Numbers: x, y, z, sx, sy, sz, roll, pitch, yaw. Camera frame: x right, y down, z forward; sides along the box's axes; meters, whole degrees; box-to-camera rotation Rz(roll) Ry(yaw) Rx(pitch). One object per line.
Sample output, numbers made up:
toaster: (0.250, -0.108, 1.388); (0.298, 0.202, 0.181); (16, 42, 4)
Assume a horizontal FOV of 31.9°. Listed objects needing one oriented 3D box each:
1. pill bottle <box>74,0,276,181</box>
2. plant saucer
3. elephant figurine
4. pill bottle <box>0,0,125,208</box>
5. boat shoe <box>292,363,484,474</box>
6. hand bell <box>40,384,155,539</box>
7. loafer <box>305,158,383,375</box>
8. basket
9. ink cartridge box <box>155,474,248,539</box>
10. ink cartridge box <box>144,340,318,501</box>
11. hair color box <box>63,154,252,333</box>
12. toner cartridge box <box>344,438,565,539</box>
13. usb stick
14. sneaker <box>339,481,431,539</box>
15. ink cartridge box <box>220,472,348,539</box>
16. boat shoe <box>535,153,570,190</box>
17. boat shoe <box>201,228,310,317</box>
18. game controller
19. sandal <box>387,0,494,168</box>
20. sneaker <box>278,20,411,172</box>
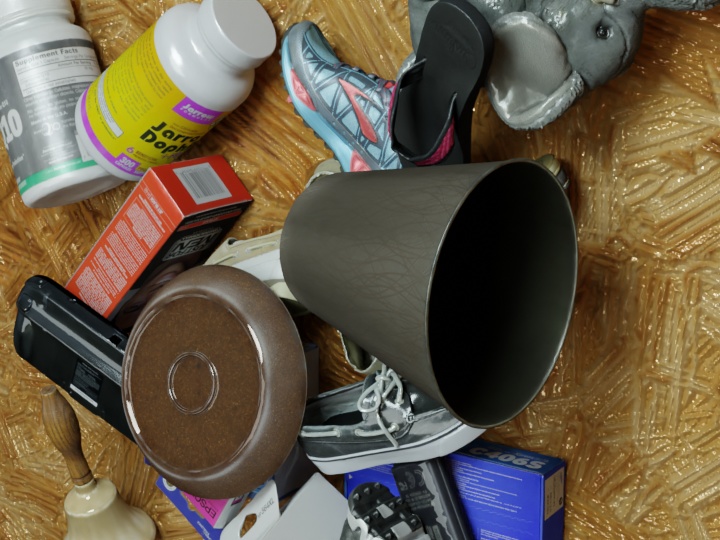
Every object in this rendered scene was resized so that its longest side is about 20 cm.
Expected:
pill bottle: (-0.166, -0.171, 1.142); (0.199, 0.104, 0.105); (-33, 79, 37)
plant saucer: (-0.136, 0.095, 1.077); (0.198, 0.034, 0.203); (-2, 86, 32)
elephant figurine: (0.134, -0.167, 0.898); (0.199, 0.155, 0.142); (36, 76, 19)
pill bottle: (-0.306, -0.172, 1.244); (0.112, 0.113, 0.202); (-20, 86, 38)
boat shoe: (0.026, 0.109, 1.025); (0.198, 0.074, 0.068); (-17, 126, 36)
hand bell: (-0.280, 0.200, 1.262); (0.103, 0.104, 0.202); (12, 128, 35)
loafer: (0.000, 0.000, 1.072); (0.075, 0.068, 0.202); (-26, 83, 37)
basket: (0.039, -0.001, 0.912); (0.199, 0.135, 0.183); (17, 102, 52)
ink cartridge box: (-0.130, 0.157, 1.132); (0.095, 0.037, 0.201); (42, 122, 24)
ink cartridge box: (-0.136, 0.127, 1.200); (0.198, 0.076, 0.138); (9, 105, 37)
hair color box: (-0.198, -0.018, 1.200); (0.061, 0.101, 0.200); (53, 126, 13)
toner cartridge box: (0.076, 0.189, 1.068); (0.198, 0.043, 0.096); (9, 105, 36)
usb stick: (0.077, 0.244, 1.033); (0.055, 0.032, 0.202); (-22, 87, 45)
sneaker: (0.049, 0.267, 1.000); (0.200, 0.066, 0.091); (46, 127, 25)
ink cartridge box: (-0.042, 0.288, 1.086); (0.200, 0.125, 0.129); (42, 132, 3)
boat shoe: (0.105, -0.004, 0.997); (0.066, 0.072, 0.201); (38, 116, -4)
boat shoe: (-0.106, 0.008, 1.160); (0.199, 0.074, 0.069); (-7, 67, 46)
game controller: (-0.249, 0.089, 1.189); (0.199, 0.042, 0.105); (34, 137, 14)
sandal: (0.048, -0.115, 0.913); (0.075, 0.045, 0.201); (42, 153, 18)
sneaker: (0.014, -0.132, 1.040); (0.095, 0.079, 0.201); (-36, 86, 30)
